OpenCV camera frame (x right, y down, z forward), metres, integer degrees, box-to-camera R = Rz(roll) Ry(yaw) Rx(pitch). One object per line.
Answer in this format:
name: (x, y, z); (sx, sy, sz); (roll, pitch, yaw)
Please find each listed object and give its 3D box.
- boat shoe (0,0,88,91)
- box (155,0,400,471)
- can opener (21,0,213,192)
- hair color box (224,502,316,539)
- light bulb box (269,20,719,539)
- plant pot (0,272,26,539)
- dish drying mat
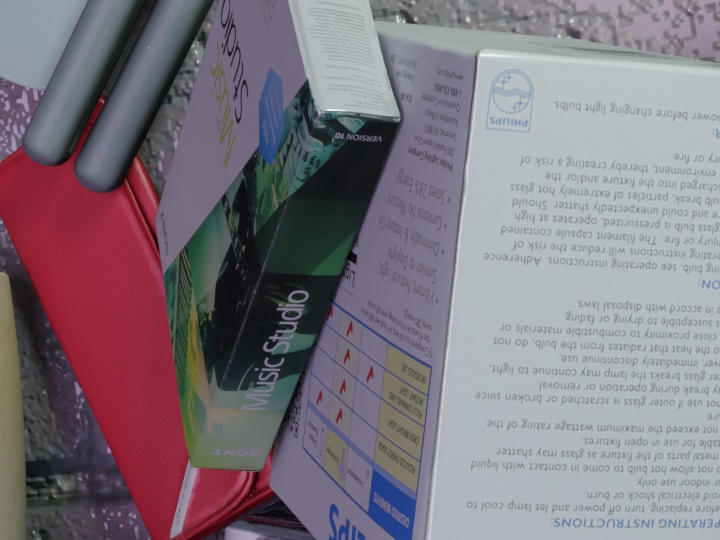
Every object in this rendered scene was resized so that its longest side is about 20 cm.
boat shoe: (-0.195, -0.157, 0.945); (0.199, 0.068, 0.074); (35, 97, -11)
box: (-0.039, -0.037, 0.825); (0.036, 0.144, 0.200); (3, 136, -17)
can opener: (-0.088, -0.130, 0.904); (0.053, 0.066, 0.200); (28, 100, 4)
hair color box: (-0.011, 0.211, 0.917); (0.099, 0.061, 0.200); (7, 98, 21)
light bulb box: (0.055, 0.014, 0.782); (0.125, 0.198, 0.200); (3, 99, -17)
plant pot: (-0.226, 0.089, 0.941); (0.187, 0.187, 0.200); (11, 86, 20)
dish drying mat: (-0.103, 0.024, 0.941); (0.077, 0.018, 0.200); (-33, 76, 22)
